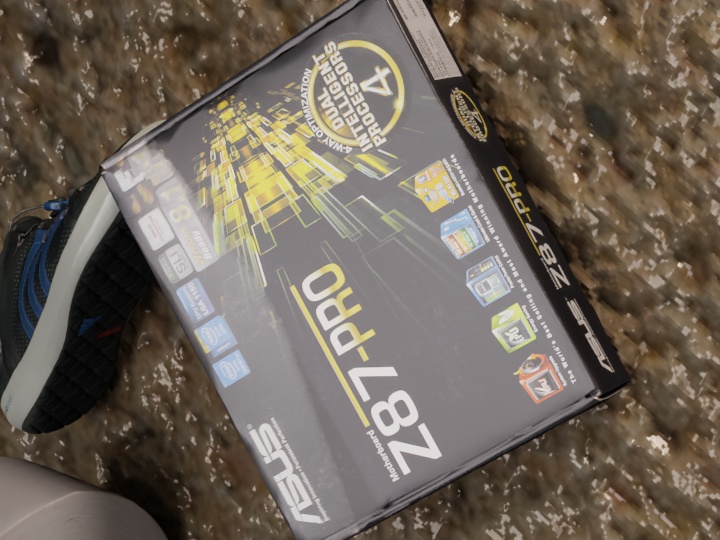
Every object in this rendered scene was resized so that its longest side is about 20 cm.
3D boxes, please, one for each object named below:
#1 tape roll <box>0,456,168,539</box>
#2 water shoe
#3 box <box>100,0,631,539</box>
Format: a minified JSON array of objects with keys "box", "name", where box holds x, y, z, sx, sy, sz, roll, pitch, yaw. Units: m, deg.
[{"box":[-0.174,0.196,1.185,0.066,0.200,0.201,15,114,34],"name":"tape roll"},{"box":[-0.144,-0.007,1.180,0.079,0.071,0.200,47,127,24],"name":"water shoe"},{"box":[0.000,0.000,1.051,0.161,0.049,0.201,-30,85,25],"name":"box"}]
